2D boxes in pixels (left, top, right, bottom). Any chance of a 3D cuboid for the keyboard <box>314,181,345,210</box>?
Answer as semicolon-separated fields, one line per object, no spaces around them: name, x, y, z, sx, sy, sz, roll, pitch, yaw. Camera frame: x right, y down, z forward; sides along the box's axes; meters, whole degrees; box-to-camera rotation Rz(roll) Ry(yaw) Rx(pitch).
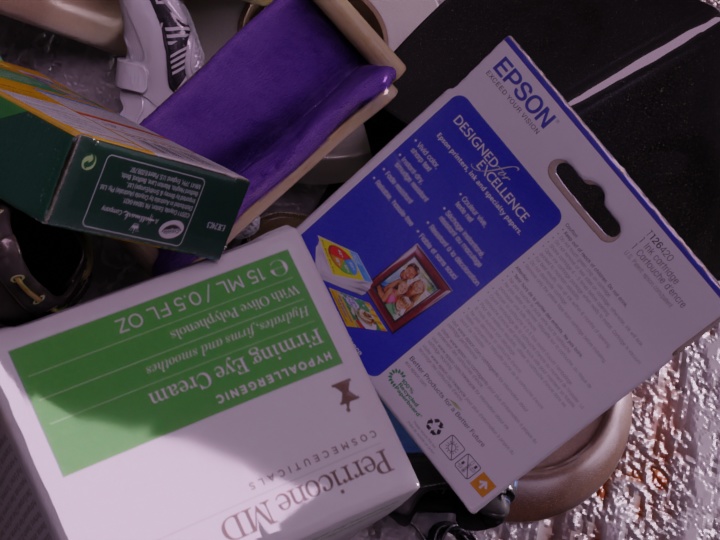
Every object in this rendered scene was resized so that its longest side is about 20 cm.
keyboard;0.013;-0.102;1.134;0.127;0.021;0.200;30;61;-5

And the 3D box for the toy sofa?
toy sofa;-0.074;-0.085;0.940;0.200;0.098;0.083;-41;104;6

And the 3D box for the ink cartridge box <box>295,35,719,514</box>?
ink cartridge box;0.079;0.004;0.901;0.198;0.200;0.047;51;19;6

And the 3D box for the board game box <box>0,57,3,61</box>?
board game box;-0.289;-0.113;0.991;0.103;0.105;0.200;-30;80;-27

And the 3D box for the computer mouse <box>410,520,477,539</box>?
computer mouse;0.021;0.151;1.020;0.200;0.034;0.059;43;61;2

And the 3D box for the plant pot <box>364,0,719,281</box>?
plant pot;0.115;-0.076;1.029;0.177;0.200;0.199;-29;38;-17

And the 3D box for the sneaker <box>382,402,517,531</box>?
sneaker;0.095;0.109;1.001;0.200;0.077;0.111;-7;66;-12

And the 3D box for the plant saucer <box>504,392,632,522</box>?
plant saucer;0.102;0.072;1.082;0.200;0.032;0.201;6;66;-14

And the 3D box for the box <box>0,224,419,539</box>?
box;-0.112;0.110;0.900;0.199;0.200;0.172;-21;78;-26

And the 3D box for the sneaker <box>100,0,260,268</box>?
sneaker;-0.148;-0.100;1.015;0.115;0.075;0.200;-20;100;-1

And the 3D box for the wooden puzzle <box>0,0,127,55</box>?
wooden puzzle;-0.235;-0.249;1.057;0.185;0.046;0.200;11;59;-61

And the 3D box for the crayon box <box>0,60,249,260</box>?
crayon box;-0.174;-0.071;0.854;0.126;0.200;0.052;13;103;-51

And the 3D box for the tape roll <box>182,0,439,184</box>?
tape roll;-0.035;-0.156;1.112;0.202;0.037;0.203;4;63;-7

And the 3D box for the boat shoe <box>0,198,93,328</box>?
boat shoe;-0.179;-0.003;0.853;0.060;0.201;0.072;-16;89;9

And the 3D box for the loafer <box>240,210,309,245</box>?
loafer;0.000;0.000;1.013;0.200;0.068;0.076;26;42;34

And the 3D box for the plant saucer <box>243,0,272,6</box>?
plant saucer;-0.129;-0.235;1.037;0.200;0.200;0.048;33;101;8
